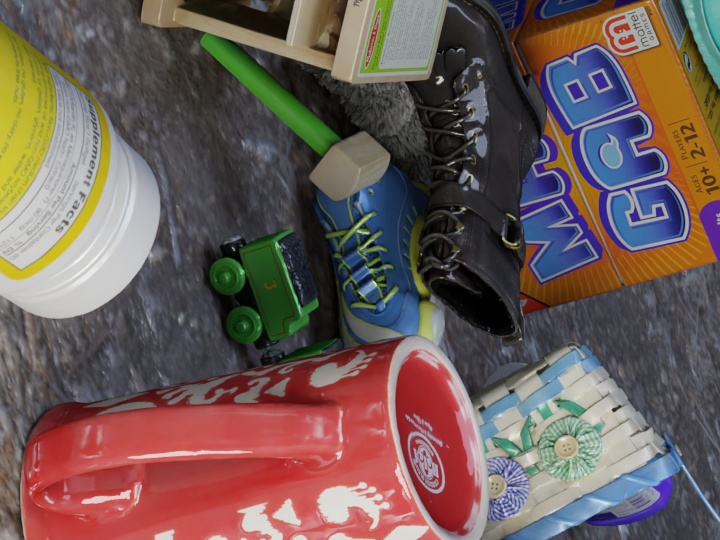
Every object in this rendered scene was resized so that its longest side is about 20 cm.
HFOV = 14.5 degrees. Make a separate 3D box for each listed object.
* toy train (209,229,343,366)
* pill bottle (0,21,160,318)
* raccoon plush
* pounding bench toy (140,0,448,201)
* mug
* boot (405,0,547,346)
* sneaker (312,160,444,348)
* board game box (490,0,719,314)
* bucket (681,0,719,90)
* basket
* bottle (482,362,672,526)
[{"bbox_3d":[-0.031,0.071,1.638,0.042,0.056,0.200,-37,108,-65],"label":"toy train"},{"bbox_3d":[-0.183,-0.057,1.306,0.200,0.114,0.115,40,41,-53],"label":"pill bottle"},{"bbox_3d":[0.029,-0.086,1.837,0.134,0.097,0.200,-16,90,-59],"label":"raccoon plush"},{"bbox_3d":[-0.045,-0.155,1.658,0.124,0.156,0.200,-14,119,-67],"label":"pounding bench toy"},{"bbox_3d":[-0.056,0.112,1.375,0.177,0.200,0.134,-25,98,-67],"label":"mug"},{"bbox_3d":[0.059,-0.067,1.737,0.200,0.069,0.174,44,43,-41],"label":"boot"},{"bbox_3d":[0.000,0.000,1.755,0.105,0.076,0.200,45,31,-19],"label":"sneaker"},{"bbox_3d":[0.167,-0.118,2.017,0.200,0.199,0.200,64,25,-21],"label":"board game box"},{"bbox_3d":[0.304,-0.211,1.960,0.207,0.135,0.208,47,34,-46],"label":"bucket"},{"bbox_3d":[0.129,0.161,1.793,0.200,0.176,0.139,58,5,-1],"label":"basket"},{"bbox_3d":[0.146,0.119,1.968,0.200,0.083,0.065,38,43,-53],"label":"bottle"}]
